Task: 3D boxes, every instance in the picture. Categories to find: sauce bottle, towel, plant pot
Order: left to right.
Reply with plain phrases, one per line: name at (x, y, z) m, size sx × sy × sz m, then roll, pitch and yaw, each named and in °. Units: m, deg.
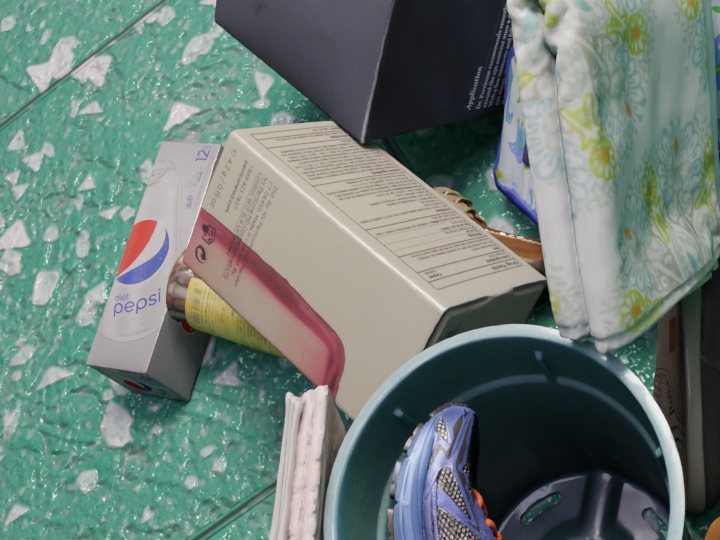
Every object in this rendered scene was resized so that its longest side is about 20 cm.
sauce bottle at (-0.048, 0.037, 0.947) m, size 0.198 × 0.065 × 0.065 m, roll 19°, pitch 75°, yaw 18°
towel at (-0.029, 0.192, 0.759) m, size 0.032 × 0.191 × 0.202 m, roll 2°, pitch 65°, yaw 8°
plant pot at (0.108, 0.161, 0.740) m, size 0.198 × 0.196 × 0.203 m, roll -11°, pitch 62°, yaw 21°
towel at (0.150, -0.073, 0.694) m, size 0.048 × 0.171 × 0.203 m, roll -1°, pitch 105°, yaw 36°

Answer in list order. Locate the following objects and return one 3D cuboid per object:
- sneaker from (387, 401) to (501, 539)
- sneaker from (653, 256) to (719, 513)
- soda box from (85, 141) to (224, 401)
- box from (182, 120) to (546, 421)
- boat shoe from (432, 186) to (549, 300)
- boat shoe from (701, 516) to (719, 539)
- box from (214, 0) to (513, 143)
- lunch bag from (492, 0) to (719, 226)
sneaker at (0.061, 0.162, 0.610) m, size 0.077 × 0.075 × 0.202 m, roll -9°, pitch 70°, yaw 12°
sneaker at (0.246, 0.053, 0.801) m, size 0.105 × 0.075 × 0.203 m, roll 3°, pitch 83°, yaw -3°
soda box at (-0.151, -0.002, 1.029) m, size 0.063 × 0.068 × 0.202 m, roll 5°, pitch 69°, yaw 29°
box at (0.000, 0.000, 0.842) m, size 0.200 × 0.127 × 0.110 m, roll 41°, pitch 120°, yaw 26°
boat shoe at (0.055, -0.027, 0.935) m, size 0.198 × 0.076 × 0.075 m, roll 9°, pitch 67°, yaw 29°
boat shoe at (0.245, 0.233, 0.698) m, size 0.070 × 0.071 × 0.201 m, roll -21°, pitch 65°, yaw -10°
box at (0.027, -0.207, 0.951) m, size 0.197 × 0.198 × 0.118 m, roll 42°, pitch 133°, yaw 35°
lunch bag at (0.173, -0.115, 0.857) m, size 0.201 × 0.127 × 0.170 m, roll -56°, pitch 18°, yaw 9°
